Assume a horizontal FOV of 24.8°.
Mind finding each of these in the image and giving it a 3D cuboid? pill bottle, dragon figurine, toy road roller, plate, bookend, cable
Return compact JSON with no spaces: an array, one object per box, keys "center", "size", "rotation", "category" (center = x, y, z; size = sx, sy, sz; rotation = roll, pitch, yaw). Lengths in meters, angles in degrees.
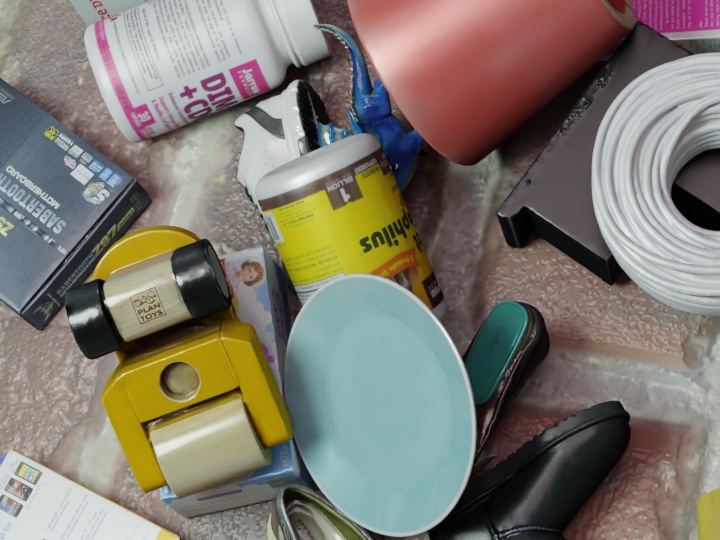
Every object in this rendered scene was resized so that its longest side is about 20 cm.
[{"center":[-0.134,-0.200,1.459],"size":[0.199,0.113,0.114],"rotation":[-22,65,3],"category":"pill bottle"},{"center":[0.000,0.000,1.312],"size":[0.109,0.109,0.201],"rotation":[-23,99,2],"category":"pill bottle"},{"center":[0.005,-0.115,1.386],"size":[0.099,0.059,0.201],"rotation":[-38,101,-33],"category":"dragon figurine"},{"center":[-0.139,0.062,1.291],"size":[0.122,0.146,0.201],"rotation":[-20,102,4],"category":"toy road roller"},{"center":[0.018,0.100,1.237],"size":[0.199,0.025,0.202],"rotation":[13,108,43],"category":"plate"},{"center":[0.250,-0.060,1.326],"size":[0.199,0.092,0.199],"rotation":[34,83,19],"category":"bookend"},{"center":[0.275,-0.066,1.239],"size":[0.199,0.069,0.201],"rotation":[-21,71,6],"category":"cable"}]

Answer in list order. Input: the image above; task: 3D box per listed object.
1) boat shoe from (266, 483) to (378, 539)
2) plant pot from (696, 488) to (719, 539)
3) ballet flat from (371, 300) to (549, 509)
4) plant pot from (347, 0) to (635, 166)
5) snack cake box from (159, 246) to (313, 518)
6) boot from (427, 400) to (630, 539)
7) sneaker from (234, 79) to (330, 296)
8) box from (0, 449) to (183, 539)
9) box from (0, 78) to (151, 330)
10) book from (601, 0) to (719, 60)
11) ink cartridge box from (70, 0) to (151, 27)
[{"center":[-0.001,0.243,1.267],"size":[0.072,0.066,0.201],"rotation":[-40,64,-17],"category":"boat shoe"},{"center":[0.331,0.239,1.139],"size":[0.199,0.200,0.177],"rotation":[-19,53,4],"category":"plant pot"},{"center":[0.089,0.118,1.295],"size":[0.068,0.068,0.200],"rotation":[34,84,39],"category":"ballet flat"},{"center":[0.114,-0.213,1.335],"size":[0.177,0.200,0.201],"rotation":[-31,63,23],"category":"plant pot"},{"center":[-0.112,0.092,1.358],"size":[0.114,0.067,0.201],"rotation":[-14,65,9],"category":"snack cake box"},{"center":[0.154,0.214,1.245],"size":[0.198,0.073,0.163],"rotation":[-33,62,6],"category":"boot"},{"center":[-0.063,-0.063,1.420],"size":[0.080,0.074,0.201],"rotation":[-19,60,22],"category":"sneaker"},{"center":[-0.252,0.234,1.347],"size":[0.199,0.042,0.120],"rotation":[23,75,23],"category":"box"},{"center":[-0.312,-0.065,1.477],"size":[0.200,0.051,0.158],"rotation":[36,81,23],"category":"box"},{"center":[0.268,-0.246,1.416],"size":[0.198,0.048,0.134],"rotation":[-1,61,14],"category":"book"},{"center":[-0.184,-0.323,1.502],"size":[0.199,0.145,0.145],"rotation":[-20,65,3],"category":"ink cartridge box"}]
